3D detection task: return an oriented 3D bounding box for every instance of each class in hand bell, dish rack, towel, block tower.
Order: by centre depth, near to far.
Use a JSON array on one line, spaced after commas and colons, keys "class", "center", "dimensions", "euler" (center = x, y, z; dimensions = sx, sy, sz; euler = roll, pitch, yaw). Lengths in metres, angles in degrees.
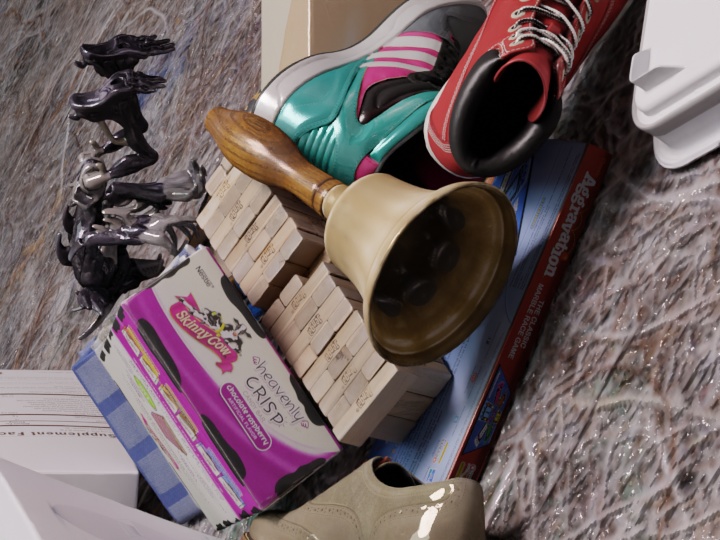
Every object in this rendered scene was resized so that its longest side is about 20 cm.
[{"class": "dish rack", "center": [0.194, -0.155, 0.890], "dimensions": [0.200, 0.043, 0.173], "euler": [-31, 39, 53]}, {"class": "hand bell", "center": [-0.019, -0.043, 1.017], "dimensions": [0.200, 0.104, 0.105], "euler": [36, 102, 38]}, {"class": "block tower", "center": [-0.023, 0.013, 1.056], "dimensions": [0.054, 0.058, 0.200], "euler": [-52, 47, 20]}, {"class": "towel", "center": [-0.112, 0.080, 1.251], "dimensions": [0.024, 0.147, 0.200], "euler": [-32, -4, -39]}]

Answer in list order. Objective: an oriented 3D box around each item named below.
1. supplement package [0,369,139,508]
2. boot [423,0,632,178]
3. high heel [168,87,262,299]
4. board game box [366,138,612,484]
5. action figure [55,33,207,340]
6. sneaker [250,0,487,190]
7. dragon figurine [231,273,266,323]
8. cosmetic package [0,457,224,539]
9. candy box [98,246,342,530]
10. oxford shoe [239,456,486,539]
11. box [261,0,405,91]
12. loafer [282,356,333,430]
[{"class": "supplement package", "center": [-0.240, 0.165, 1.407], "dimensions": [0.200, 0.119, 0.122], "euler": [-129, 44, -66]}, {"class": "boot", "center": [0.105, -0.135, 0.973], "dimensions": [0.201, 0.072, 0.144], "euler": [-59, 4, 1]}, {"class": "high heel", "center": [-0.083, -0.045, 1.302], "dimensions": [0.143, 0.071, 0.202], "euler": [-41, -27, -66]}, {"class": "board game box", "center": [0.068, 0.023, 1.024], "dimensions": [0.202, 0.019, 0.103], "euler": [-67, 23, -2]}, {"class": "action figure", "center": [-0.151, -0.047, 1.258], "dimensions": [0.119, 0.101, 0.202], "euler": [-101, 15, -57]}, {"class": "sneaker", "center": [0.042, -0.096, 1.118], "dimensions": [0.199, 0.120, 0.084], "euler": [-34, -32, -38]}, {"class": "dragon figurine", "center": [-0.043, 0.000, 1.247], "dimensions": [0.201, 0.059, 0.099], "euler": [-62, 22, 7]}, {"class": "cosmetic package", "center": [-0.121, 0.209, 1.023], "dimensions": [0.124, 0.199, 0.199], "euler": [-67, 22, 1]}, {"class": "candy box", "center": [-0.086, 0.075, 1.099], "dimensions": [0.061, 0.137, 0.200], "euler": [-34, -2, -16]}, {"class": "oxford shoe", "center": [0.005, 0.135, 0.984], "dimensions": [0.199, 0.070, 0.076], "euler": [-1, 72, 55]}, {"class": "box", "center": [-0.010, -0.179, 1.232], "dimensions": [0.078, 0.094, 0.202], "euler": [-15, 75, 62]}, {"class": "loafer", "center": [0.000, 0.000, 1.137], "dimensions": [0.076, 0.067, 0.202], "euler": [-33, 39, 53]}]
